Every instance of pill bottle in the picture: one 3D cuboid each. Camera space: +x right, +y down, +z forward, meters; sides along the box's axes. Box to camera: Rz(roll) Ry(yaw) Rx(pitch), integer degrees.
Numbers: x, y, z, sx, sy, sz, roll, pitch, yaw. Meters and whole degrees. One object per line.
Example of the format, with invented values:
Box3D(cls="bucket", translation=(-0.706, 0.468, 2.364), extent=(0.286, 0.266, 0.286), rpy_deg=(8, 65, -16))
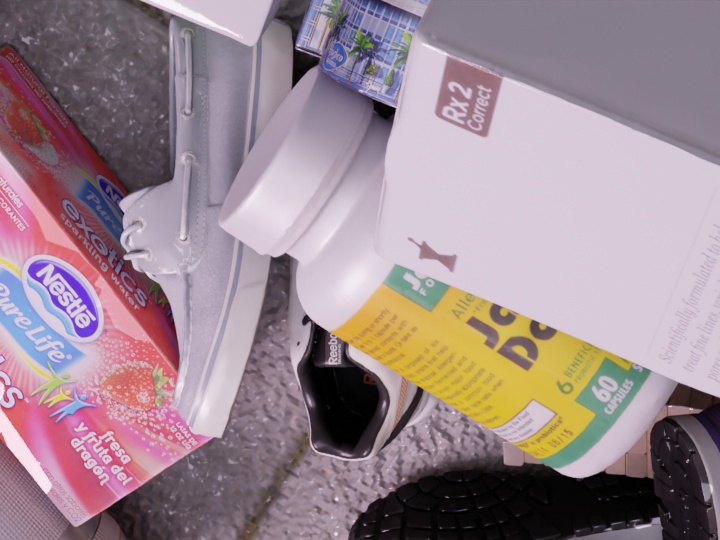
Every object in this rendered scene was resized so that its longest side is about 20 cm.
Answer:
Box3D(cls="pill bottle", translation=(0.043, -0.004, 1.121), extent=(0.200, 0.113, 0.113), rpy_deg=(32, 112, -11))

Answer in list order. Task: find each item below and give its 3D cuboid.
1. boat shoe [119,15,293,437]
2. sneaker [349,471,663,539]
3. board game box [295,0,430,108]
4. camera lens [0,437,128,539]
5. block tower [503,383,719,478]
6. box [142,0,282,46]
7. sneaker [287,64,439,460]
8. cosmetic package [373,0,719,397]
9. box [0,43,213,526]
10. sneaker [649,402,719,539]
Box3D(cls="boat shoe", translation=(-0.076, -0.024, 1.175), extent=(0.071, 0.070, 0.201), rpy_deg=(8, 75, -6))
Box3D(cls="sneaker", translation=(0.095, 0.151, 1.259), extent=(0.200, 0.076, 0.088), rpy_deg=(-5, 117, 8))
Box3D(cls="board game box", translation=(0.033, -0.179, 1.096), extent=(0.062, 0.200, 0.200), rpy_deg=(20, 99, -1))
Box3D(cls="camera lens", translation=(-0.212, 0.143, 1.250), extent=(0.160, 0.160, 0.200), rpy_deg=(-37, 104, 19))
Box3D(cls="block tower", translation=(0.169, 0.066, 1.214), extent=(0.200, 0.054, 0.058), rpy_deg=(4, 133, 11))
Box3D(cls="box", translation=(-0.083, -0.238, 1.074), extent=(0.199, 0.171, 0.200), rpy_deg=(23, 113, -3))
Box3D(cls="sneaker", translation=(0.000, 0.000, 1.200), extent=(0.074, 0.080, 0.200), rpy_deg=(2, 116, 23))
Box3D(cls="cosmetic package", translation=(0.121, -0.091, 1.003), extent=(0.165, 0.200, 0.165), rpy_deg=(22, 152, 7))
Box3D(cls="box", translation=(-0.152, 0.006, 1.220), extent=(0.095, 0.103, 0.200), rpy_deg=(-33, 103, 17))
Box3D(cls="sneaker", translation=(0.191, 0.141, 1.180), extent=(0.087, 0.076, 0.200), rpy_deg=(-18, 130, -14))
